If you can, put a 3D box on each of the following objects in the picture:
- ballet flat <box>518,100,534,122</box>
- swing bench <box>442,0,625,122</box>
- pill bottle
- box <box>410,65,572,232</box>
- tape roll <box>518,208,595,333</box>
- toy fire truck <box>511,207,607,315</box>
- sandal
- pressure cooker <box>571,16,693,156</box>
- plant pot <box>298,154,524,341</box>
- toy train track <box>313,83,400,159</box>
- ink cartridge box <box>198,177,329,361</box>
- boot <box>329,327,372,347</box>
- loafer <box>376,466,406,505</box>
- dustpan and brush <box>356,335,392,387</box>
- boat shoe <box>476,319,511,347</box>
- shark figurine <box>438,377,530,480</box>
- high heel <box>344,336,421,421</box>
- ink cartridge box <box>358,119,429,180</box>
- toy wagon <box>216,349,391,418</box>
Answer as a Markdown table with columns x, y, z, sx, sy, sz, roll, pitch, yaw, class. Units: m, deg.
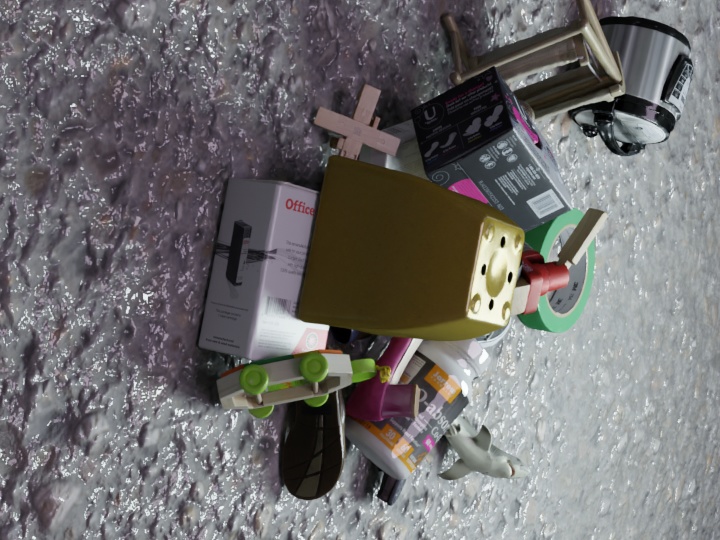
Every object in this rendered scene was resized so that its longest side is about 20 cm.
| x | y | z | sx | sy | sz | roll | pitch | yaw | class |
| --- | --- | --- | --- | --- | --- | --- | --- | --- | --- |
| 0.175 | -0.148 | 1.857 | 0.067 | 0.047 | 0.200 | 13 | 130 | -36 | ballet flat |
| 0.243 | -0.279 | 1.856 | 0.200 | 0.197 | 0.131 | 50 | 29 | -45 | swing bench |
| 0.075 | 0.166 | 1.777 | 0.200 | 0.116 | 0.117 | -49 | 136 | -11 | pill bottle |
| 0.170 | -0.144 | 1.741 | 0.200 | 0.131 | 0.116 | 43 | 27 | -48 | box |
| 0.312 | -0.002 | 2.170 | 0.200 | 0.048 | 0.203 | -15 | 109 | -53 | tape roll |
| 0.229 | -0.032 | 1.882 | 0.198 | 0.176 | 0.130 | -11 | 127 | -27 | toy fire truck |
| -0.055 | 0.187 | 1.694 | 0.055 | 0.081 | 0.202 | -10 | 99 | -75 | sandal |
| 0.431 | -0.286 | 2.169 | 0.174 | 0.178 | 0.202 | 18 | 81 | -15 | pressure cooker |
| 0.074 | -0.012 | 1.570 | 0.195 | 0.198 | 0.196 | 14 | 87 | -57 | plant pot |
| -0.023 | -0.133 | 1.680 | 0.114 | 0.032 | 0.202 | 20 | 89 | -19 | toy train track |
| -0.097 | 0.002 | 1.570 | 0.144 | 0.083 | 0.202 | 12 | 89 | -55 | ink cartridge box |
| 0.000 | 0.000 | 1.704 | 0.097 | 0.074 | 0.202 | -37 | 130 | -53 | boot |
| 0.056 | 0.222 | 1.867 | 0.072 | 0.062 | 0.202 | 77 | 34 | -77 | loafer |
| 0.046 | 0.073 | 1.822 | 0.140 | 0.057 | 0.202 | 60 | 43 | -57 | dustpan and brush |
| 0.166 | 0.067 | 1.948 | 0.198 | 0.068 | 0.074 | -5 | 59 | -48 | boat shoe |
| 0.154 | 0.221 | 1.997 | 0.216 | 0.127 | 0.090 | 63 | 21 | -16 | shark figurine |
| 0.032 | 0.095 | 1.727 | 0.067 | 0.095 | 0.202 | 61 | 32 | -69 | high heel |
| 0.052 | -0.098 | 1.805 | 0.160 | 0.050 | 0.202 | -26 | 134 | -49 | ink cartridge box |
| -0.064 | 0.126 | 1.554 | 0.155 | 0.198 | 0.040 | 95 | -17 | -74 | toy wagon |
